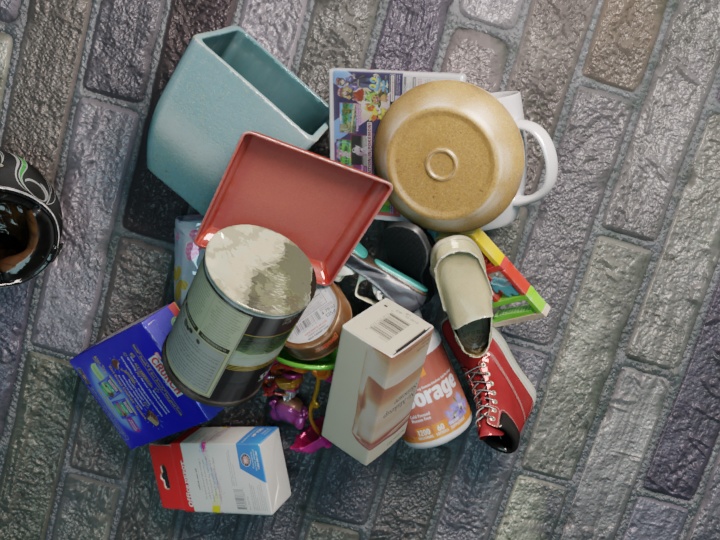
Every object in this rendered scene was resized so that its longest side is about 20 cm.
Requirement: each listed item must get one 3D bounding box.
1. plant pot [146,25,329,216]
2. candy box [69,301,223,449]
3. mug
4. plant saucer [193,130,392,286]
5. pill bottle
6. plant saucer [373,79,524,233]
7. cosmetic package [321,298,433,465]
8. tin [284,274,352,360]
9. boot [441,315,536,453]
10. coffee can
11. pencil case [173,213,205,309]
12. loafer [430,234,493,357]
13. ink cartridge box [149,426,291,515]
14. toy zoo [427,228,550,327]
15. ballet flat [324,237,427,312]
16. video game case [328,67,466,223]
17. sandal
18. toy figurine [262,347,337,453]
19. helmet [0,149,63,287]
[{"bbox_3d":[-0.177,-0.187,1.111,0.196,0.196,0.200,40,111,-7],"label":"plant pot"},{"bbox_3d":[-0.305,0.157,1.185,0.200,0.077,0.170,-24,102,38],"label":"candy box"},{"bbox_3d":[0.179,-0.148,1.113,0.199,0.147,0.176,4,110,43],"label":"mug"},{"bbox_3d":[-0.089,-0.081,1.038,0.199,0.037,0.200,18,132,-19],"label":"plant saucer"},{"bbox_3d":[0.082,0.153,1.207,0.112,0.112,0.201,-23,100,5],"label":"pill bottle"},{"bbox_3d":[0.106,-0.138,1.028,0.199,0.035,0.201,7,113,18],"label":"plant saucer"},{"bbox_3d":[0.021,0.153,1.109,0.087,0.103,0.201,31,130,26],"label":"cosmetic package"},{"bbox_3d":[-0.086,0.038,1.155,0.112,0.200,0.042,-33,140,-1],"label":"tin"},{"bbox_3d":[0.177,0.165,1.189,0.072,0.144,0.200,-33,100,37],"label":"boot"},{"bbox_3d":[-0.161,0.061,1.048,0.146,0.147,0.200,28,130,-5],"label":"coffee can"},{"bbox_3d":[-0.231,0.013,1.198,0.090,0.083,0.201,-4,103,-38],"label":"pencil case"},{"bbox_3d":[0.148,0.040,1.104,0.075,0.068,0.201,-20,126,3],"label":"loafer"},{"bbox_3d":[-0.216,0.305,1.243,0.199,0.067,0.117,-4,102,23],"label":"ink cartridge box"},{"bbox_3d":[0.163,0.004,1.162,0.200,0.131,0.020,46,57,-19],"label":"toy zoo"},{"bbox_3d":[0.000,0.000,1.137,0.200,0.073,0.073,36,99,-1],"label":"ballet flat"},{"bbox_3d":[0.046,-0.162,1.073,0.181,0.023,0.201,7,113,17],"label":"video game case"},{"bbox_3d":[0.076,-0.022,1.153,0.075,0.201,0.048,29,69,20],"label":"sandal"},{"bbox_3d":[-0.093,0.184,1.218,0.199,0.150,0.185,13,113,21],"label":"toy figurine"},{"bbox_3d":[-0.522,-0.080,1.126,0.199,0.191,0.201,-19,126,-29],"label":"helmet"}]
